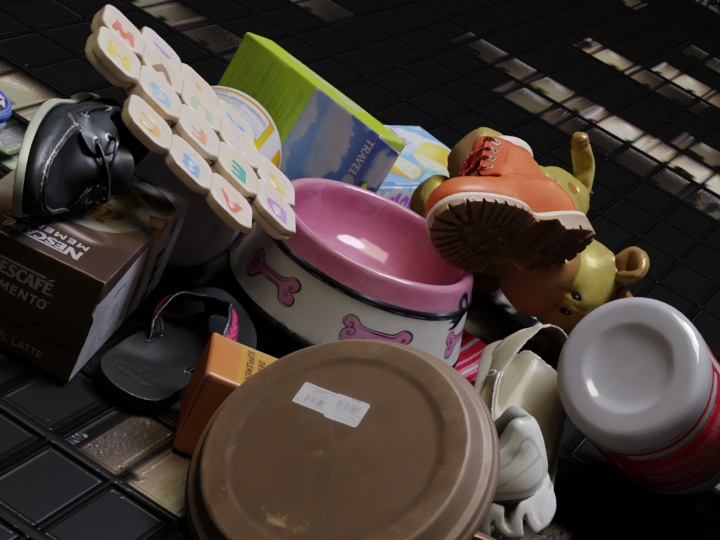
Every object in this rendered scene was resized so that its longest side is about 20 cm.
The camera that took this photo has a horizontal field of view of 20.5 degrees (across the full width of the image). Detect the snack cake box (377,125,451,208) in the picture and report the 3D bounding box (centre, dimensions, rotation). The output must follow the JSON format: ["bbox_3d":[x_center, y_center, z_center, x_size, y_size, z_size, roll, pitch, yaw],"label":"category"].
[{"bbox_3d":[0.020,-0.078,1.818,0.115,0.067,0.199,40,25,29],"label":"snack cake box"}]

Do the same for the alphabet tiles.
[{"bbox_3d":[-0.119,-0.107,1.442,0.200,0.015,0.196,45,17,-19],"label":"alphabet tiles"}]

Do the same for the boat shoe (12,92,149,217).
[{"bbox_3d":[-0.184,-0.076,1.359,0.066,0.075,0.199,13,12,4],"label":"boat shoe"}]

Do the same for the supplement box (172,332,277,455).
[{"bbox_3d":[-0.021,0.115,1.337,0.199,0.069,0.067,24,22,-10],"label":"supplement box"}]

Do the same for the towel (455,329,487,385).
[{"bbox_3d":[0.044,0.054,1.608,0.199,0.023,0.144,35,22,21],"label":"towel"}]

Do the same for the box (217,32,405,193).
[{"bbox_3d":[-0.052,-0.102,1.714,0.200,0.122,0.048,40,17,30],"label":"box"}]

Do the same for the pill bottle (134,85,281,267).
[{"bbox_3d":[-0.127,-0.083,1.609,0.109,0.110,0.200,26,21,1],"label":"pill bottle"}]

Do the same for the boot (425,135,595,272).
[{"bbox_3d":[0.098,-0.060,1.564,0.200,0.075,0.108,6,51,-57],"label":"boot"}]

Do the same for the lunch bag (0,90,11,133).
[{"bbox_3d":[-0.362,-0.129,1.502,0.160,0.076,0.200,37,25,20],"label":"lunch bag"}]

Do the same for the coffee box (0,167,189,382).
[{"bbox_3d":[-0.208,-0.013,1.399,0.114,0.080,0.200,25,22,2],"label":"coffee box"}]

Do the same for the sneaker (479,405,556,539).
[{"bbox_3d":[0.023,0.129,1.268,0.198,0.082,0.075,-6,24,-2],"label":"sneaker"}]

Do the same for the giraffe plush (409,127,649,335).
[{"bbox_3d":[0.152,-0.010,1.702,0.199,0.173,0.163,-7,47,-26],"label":"giraffe plush"}]

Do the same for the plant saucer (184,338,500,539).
[{"bbox_3d":[-0.015,0.117,1.218,0.199,0.030,0.201,-8,48,10],"label":"plant saucer"}]

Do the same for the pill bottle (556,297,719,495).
[{"bbox_3d":[0.225,0.103,1.502,0.112,0.112,0.200,39,-2,30],"label":"pill bottle"}]

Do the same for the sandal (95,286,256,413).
[{"bbox_3d":[-0.120,0.046,1.409,0.075,0.045,0.200,29,22,9],"label":"sandal"}]

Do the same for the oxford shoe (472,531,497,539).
[{"bbox_3d":[0.078,0.213,1.226,0.199,0.072,0.071,23,27,-10],"label":"oxford shoe"}]

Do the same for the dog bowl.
[{"bbox_3d":[0.000,0.000,1.552,0.199,0.074,0.200,23,21,-9],"label":"dog bowl"}]

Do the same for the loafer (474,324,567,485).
[{"bbox_3d":[0.122,0.100,1.489,0.076,0.068,0.200,37,27,-17],"label":"loafer"}]
